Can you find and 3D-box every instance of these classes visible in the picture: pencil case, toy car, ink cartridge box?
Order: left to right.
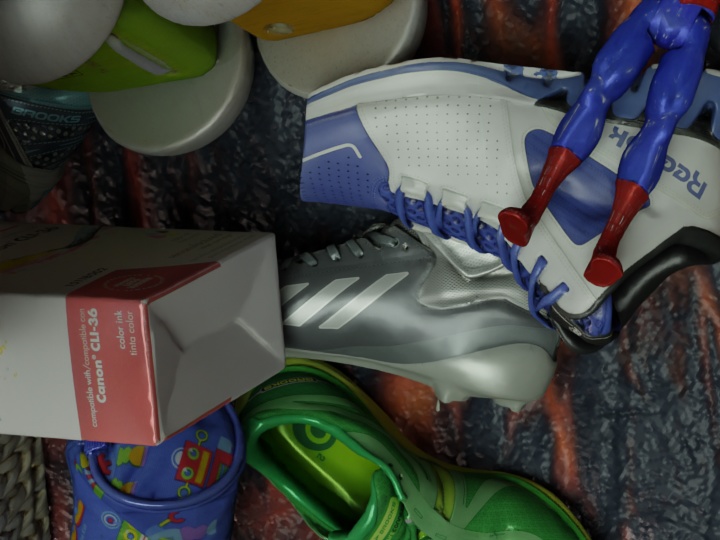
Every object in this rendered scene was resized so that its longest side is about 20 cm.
[{"bbox_3d":[-0.148,0.023,1.022,0.199,0.116,0.068,2,106,27],"label":"ink cartridge box"},{"bbox_3d":[-0.107,0.135,1.101,0.086,0.078,0.201,3,138,-10],"label":"pencil case"},{"bbox_3d":[-0.077,-0.147,0.985,0.199,0.175,0.151,-16,71,23],"label":"toy car"}]

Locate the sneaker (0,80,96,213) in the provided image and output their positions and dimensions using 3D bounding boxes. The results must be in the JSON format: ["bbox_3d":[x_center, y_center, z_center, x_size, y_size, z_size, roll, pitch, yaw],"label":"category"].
[{"bbox_3d":[-0.203,-0.124,1.074,0.200,0.078,0.086,42,109,-12],"label":"sneaker"}]

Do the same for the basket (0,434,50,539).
[{"bbox_3d":[-0.273,0.130,1.120,0.197,0.200,0.162,3,114,17],"label":"basket"}]

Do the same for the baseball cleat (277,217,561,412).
[{"bbox_3d":[0.000,0.000,1.066,0.199,0.070,0.107,13,100,8],"label":"baseball cleat"}]

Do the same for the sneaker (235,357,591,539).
[{"bbox_3d":[0.022,0.119,1.086,0.199,0.084,0.074,30,116,3],"label":"sneaker"}]

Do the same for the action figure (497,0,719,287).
[{"bbox_3d":[0.126,-0.101,0.915,0.065,0.099,0.201,26,74,6],"label":"action figure"}]

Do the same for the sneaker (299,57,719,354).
[{"bbox_3d":[0.070,-0.025,0.975,0.198,0.081,0.116,-1,72,6],"label":"sneaker"}]
